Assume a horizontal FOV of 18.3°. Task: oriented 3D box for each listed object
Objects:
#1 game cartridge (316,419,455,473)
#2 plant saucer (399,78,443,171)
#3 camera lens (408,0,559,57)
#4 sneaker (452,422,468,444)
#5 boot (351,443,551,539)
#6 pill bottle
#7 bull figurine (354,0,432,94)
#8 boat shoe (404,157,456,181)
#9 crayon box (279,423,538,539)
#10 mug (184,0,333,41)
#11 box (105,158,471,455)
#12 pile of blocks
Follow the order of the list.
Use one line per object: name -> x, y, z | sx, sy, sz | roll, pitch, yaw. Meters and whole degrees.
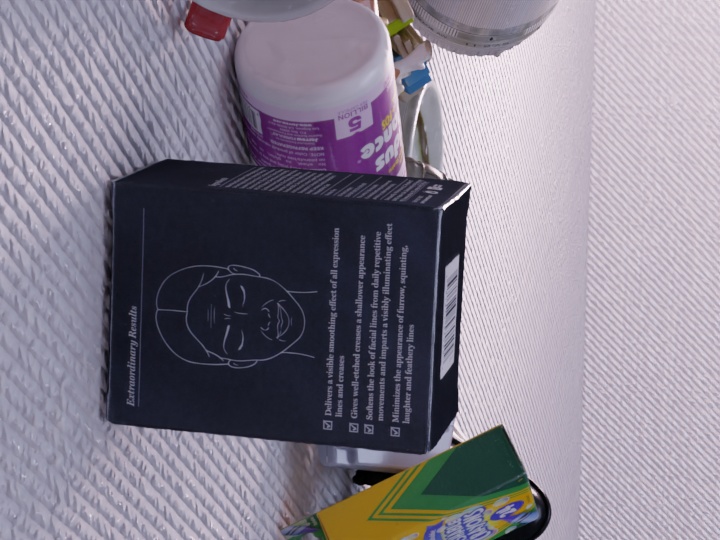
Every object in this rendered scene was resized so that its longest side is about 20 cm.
game cartridge -> 0.023, 0.068, 1.853 | 0.133, 0.042, 0.200 | 12, 71, -42
plant saucer -> 0.037, -0.077, 2.049 | 0.200, 0.050, 0.200 | 3, 90, -79
camera lens -> 0.117, -0.298, 1.998 | 0.200, 0.160, 0.160 | 112, -12, -69
sneaker -> 0.075, 0.145, 2.151 | 0.201, 0.076, 0.115 | 59, 22, -23
boot -> 0.069, 0.183, 1.982 | 0.076, 0.200, 0.168 | -62, 169, -1
pill bottle -> -0.024, -0.088, 1.607 | 0.200, 0.112, 0.112 | 82, 17, -46
bull figurine -> -0.006, -0.209, 1.690 | 0.065, 0.121, 0.200 | -127, -143, -53
boat shoe -> -0.001, -0.001, 1.737 | 0.202, 0.060, 0.072 | -51, -153, 15
crayon box -> 0.044, 0.209, 1.844 | 0.126, 0.200, 0.052 | 67, -2, -65
mug -> -0.067, -0.255, 1.402 | 0.133, 0.177, 0.200 | 44, 34, -25
box -> -0.042, 0.019, 1.345 | 0.107, 0.200, 0.149 | -42, 136, -74
pile of blocks -> 0.013, -0.181, 1.849 | 0.082, 0.062, 0.200 | 53, -7, 28
